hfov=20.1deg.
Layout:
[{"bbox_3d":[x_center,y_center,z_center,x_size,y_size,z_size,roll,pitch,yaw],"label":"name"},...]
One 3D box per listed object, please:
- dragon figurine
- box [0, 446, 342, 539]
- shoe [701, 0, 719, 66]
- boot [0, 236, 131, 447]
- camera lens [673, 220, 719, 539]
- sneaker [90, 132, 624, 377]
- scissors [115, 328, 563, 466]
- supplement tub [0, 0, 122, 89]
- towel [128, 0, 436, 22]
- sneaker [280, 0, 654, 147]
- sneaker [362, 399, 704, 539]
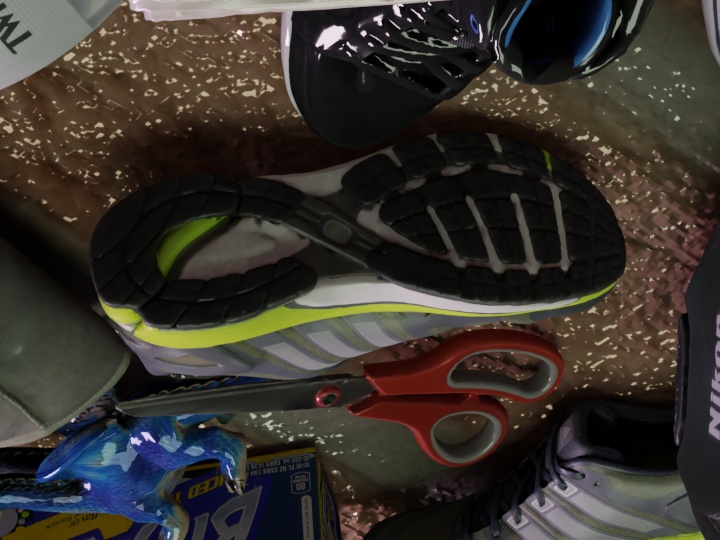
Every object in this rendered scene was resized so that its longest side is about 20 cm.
[{"bbox_3d":[-0.101,0.065,0.842,0.099,0.059,0.200,21,134,-27],"label":"dragon figurine"},{"bbox_3d":[-0.108,0.138,0.918,0.199,0.070,0.064,-10,142,6],"label":"box"},{"bbox_3d":[0.161,-0.106,0.643,0.071,0.091,0.201,2,139,-8],"label":"shoe"},{"bbox_3d":[-0.149,-0.012,0.740,0.181,0.073,0.200,-13,134,31],"label":"boot"},{"bbox_3d":[0.230,0.047,0.776,0.199,0.161,0.160,4,139,-10],"label":"camera lens"},{"bbox_3d":[0.000,0.000,0.764,0.199,0.074,0.081,-3,155,-6],"label":"sneaker"},{"bbox_3d":[-0.001,0.043,0.822,0.199,0.014,0.073,13,124,-37],"label":"scissors"},{"bbox_3d":[-0.145,-0.149,0.540,0.122,0.123,0.200,-20,138,17],"label":"supplement tub"},{"bbox_3d":[0.023,-0.172,0.531,0.190,0.032,0.201,-4,106,-1],"label":"towel"},{"bbox_3d":[0.031,-0.084,0.641,0.073,0.112,0.200,16,135,-22],"label":"sneaker"},{"bbox_3d":[0.090,0.099,0.905,0.199,0.074,0.081,-17,124,9],"label":"sneaker"}]
